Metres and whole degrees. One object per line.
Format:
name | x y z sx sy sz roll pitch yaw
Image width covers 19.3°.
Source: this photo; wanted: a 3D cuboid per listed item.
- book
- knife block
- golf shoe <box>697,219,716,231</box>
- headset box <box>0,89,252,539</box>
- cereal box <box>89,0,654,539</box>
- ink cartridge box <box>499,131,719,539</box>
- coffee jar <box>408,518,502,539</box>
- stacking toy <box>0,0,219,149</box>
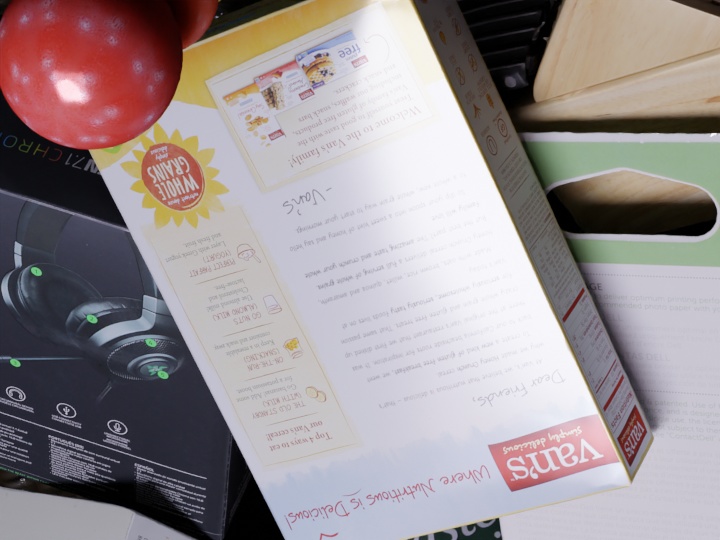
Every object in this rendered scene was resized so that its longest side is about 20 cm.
book | -0.087 0.146 0.995 0.133 0.048 0.200 2 159 41
knife block | 0.106 -0.050 0.758 0.200 0.064 0.176 20 140 3
golf shoe | 0.178 0.032 0.811 0.092 0.073 0.200 3 131 25
headset box | -0.118 -0.001 0.890 0.174 0.093 0.200 16 139 8
cereal box | 0.000 0.000 0.748 0.144 0.040 0.200 -16 108 29
ink cartridge box | 0.112 0.035 0.764 0.145 0.048 0.200 2 115 28
coffee jar | 0.039 0.120 0.885 0.200 0.104 0.085 64 172 0
stacking toy | -0.061 -0.115 0.657 0.085 0.200 0.085 13 139 12
